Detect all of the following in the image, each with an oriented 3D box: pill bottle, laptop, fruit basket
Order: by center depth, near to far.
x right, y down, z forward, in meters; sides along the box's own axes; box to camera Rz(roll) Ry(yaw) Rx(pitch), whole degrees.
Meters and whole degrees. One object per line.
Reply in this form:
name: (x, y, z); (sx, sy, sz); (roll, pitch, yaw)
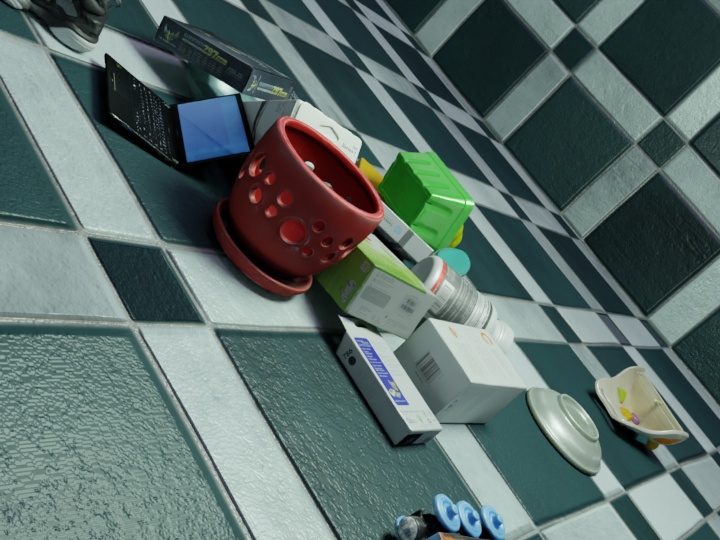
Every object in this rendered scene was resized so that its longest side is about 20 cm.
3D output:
laptop: (-0.268, -0.246, 1.382); (0.200, 0.103, 0.178); (40, 19, -38)
pill bottle: (0.163, 0.078, 1.619); (0.200, 0.116, 0.116); (41, 20, -17)
fruit basket: (0.152, -0.124, 1.872); (0.214, 0.156, 0.216); (28, 24, -13)

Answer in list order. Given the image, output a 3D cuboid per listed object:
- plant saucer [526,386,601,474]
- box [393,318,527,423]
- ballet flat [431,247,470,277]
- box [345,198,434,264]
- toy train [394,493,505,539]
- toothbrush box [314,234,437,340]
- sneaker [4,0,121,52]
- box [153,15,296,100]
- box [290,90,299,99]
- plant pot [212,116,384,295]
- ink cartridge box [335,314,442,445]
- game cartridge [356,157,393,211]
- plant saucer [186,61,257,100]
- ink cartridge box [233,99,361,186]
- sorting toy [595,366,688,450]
plant saucer: (0.401, 0.292, 1.786); (0.200, 0.050, 0.201); (40, 21, -19)
box: (0.155, 0.161, 1.470); (0.199, 0.097, 0.125); (14, 36, -55)
ballet flat: (0.136, 0.007, 1.753); (0.068, 0.070, 0.199); (59, 33, 4)
box: (0.038, -0.095, 1.727); (0.200, 0.041, 0.156); (44, -2, -10)
toy train: (0.116, 0.334, 1.092); (0.199, 0.086, 0.115); (27, 36, -48)
toothbrush box: (0.000, 0.000, 1.425); (0.145, 0.087, 0.200); (27, 12, -41)
sneaker: (-0.441, -0.415, 1.343); (0.199, 0.114, 0.076); (36, 21, -25)
box: (-0.225, -0.352, 1.577); (0.199, 0.051, 0.157); (33, 14, 19)
box: (-0.111, -0.251, 1.735); (0.162, 0.049, 0.201); (51, 15, -35)
plant pot: (-0.094, -0.084, 1.309); (0.200, 0.182, 0.201); (39, 22, -19)
ink cartridge box: (0.031, 0.153, 1.323); (0.099, 0.039, 0.201); (13, 39, -57)
game cartridge: (0.049, -0.134, 1.926); (0.176, 0.032, 0.201); (42, 23, -13)
plant saucer: (-0.231, -0.286, 1.635); (0.199, 0.036, 0.201); (40, 20, -18)
ink cartridge box: (-0.118, -0.200, 1.481); (0.145, 0.085, 0.199); (28, -11, -39)
sorting toy: (0.607, 0.311, 2.110); (0.179, 0.107, 0.201); (20, 32, -37)
